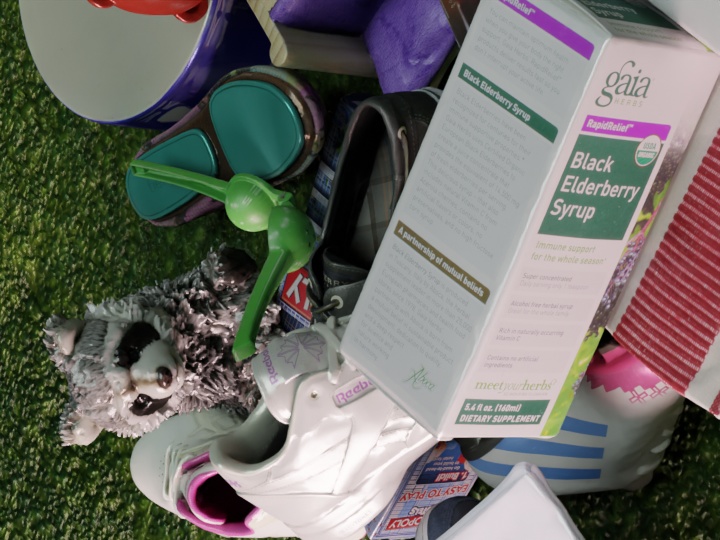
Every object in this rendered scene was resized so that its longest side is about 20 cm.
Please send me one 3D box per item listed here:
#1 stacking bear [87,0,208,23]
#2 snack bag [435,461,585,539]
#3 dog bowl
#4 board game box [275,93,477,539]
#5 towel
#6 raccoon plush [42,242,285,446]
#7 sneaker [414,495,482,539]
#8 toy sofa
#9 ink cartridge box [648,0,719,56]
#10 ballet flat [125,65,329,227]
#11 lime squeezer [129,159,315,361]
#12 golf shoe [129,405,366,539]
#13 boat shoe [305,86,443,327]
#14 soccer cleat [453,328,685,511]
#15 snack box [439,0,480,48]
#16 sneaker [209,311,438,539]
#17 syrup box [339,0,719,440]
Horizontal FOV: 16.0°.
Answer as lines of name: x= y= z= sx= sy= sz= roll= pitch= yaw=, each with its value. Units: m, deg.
stacking bear: x=-0.103 y=-0.236 z=1.376 sx=0.114 sy=0.121 sz=0.200 roll=3 pitch=86 yaw=53
snack bag: x=0.085 y=0.207 z=1.228 sx=0.200 sy=0.021 sz=0.189 roll=59 pitch=141 yaw=12
dog bowl: x=-0.115 y=-0.182 z=1.513 sx=0.200 sy=0.079 sz=0.200 roll=-1 pitch=89 yaw=48
board game box: x=0.021 y=0.031 z=1.374 sx=0.200 sy=0.062 sz=0.200 roll=33 pitch=112 yaw=43
towel: x=0.131 y=-0.044 z=1.153 sx=0.200 sy=0.023 sz=0.144 roll=43 pitch=119 yaw=38
raccoon plush: x=-0.125 y=0.056 z=1.442 sx=0.097 sy=0.134 sz=0.200 roll=72 pitch=159 yaw=6
sneaker: x=0.118 y=0.157 z=1.244 sx=0.202 sy=0.077 sz=0.146 roll=50 pitch=136 yaw=24
toy sofa: x=0.030 y=-0.182 z=1.347 sx=0.200 sy=0.083 sz=0.098 roll=-50 pitch=54 yaw=33
ink cartridge box: x=0.169 y=-0.168 z=1.153 sx=0.200 sy=0.145 sz=0.084 roll=45 pitch=121 yaw=38
ballet flat: x=-0.062 y=-0.075 z=1.455 sx=0.200 sy=0.071 sz=0.069 roll=-27 pitch=84 yaw=54
lime squeezer: x=-0.064 y=-0.019 z=1.390 sx=0.071 sy=0.038 sz=0.200 roll=-37 pitch=39 yaw=2
golf shoe: x=-0.080 y=0.114 z=1.463 sx=0.200 sy=0.092 sz=0.075 roll=1 pitch=92 yaw=49
boat shoe: x=0.000 y=0.000 z=1.310 sx=0.069 sy=0.057 sz=0.200 roll=30 pitch=111 yaw=43
soccer cleat: x=0.130 y=0.060 z=1.247 sx=0.200 sy=0.086 sz=0.070 roll=-37 pitch=19 yaw=47
snack box: x=0.097 y=-0.087 z=1.264 sx=0.072 sy=0.024 sz=0.200 roll=-48 pitch=48 yaw=33
sneaker: x=0.009 y=0.051 z=1.252 sx=0.200 sy=0.100 sz=0.075 roll=-48 pitch=34 yaw=16
syrup box: x=0.074 y=-0.029 z=1.139 sx=0.081 sy=0.079 sz=0.200 roll=40 pitch=116 yaw=39
